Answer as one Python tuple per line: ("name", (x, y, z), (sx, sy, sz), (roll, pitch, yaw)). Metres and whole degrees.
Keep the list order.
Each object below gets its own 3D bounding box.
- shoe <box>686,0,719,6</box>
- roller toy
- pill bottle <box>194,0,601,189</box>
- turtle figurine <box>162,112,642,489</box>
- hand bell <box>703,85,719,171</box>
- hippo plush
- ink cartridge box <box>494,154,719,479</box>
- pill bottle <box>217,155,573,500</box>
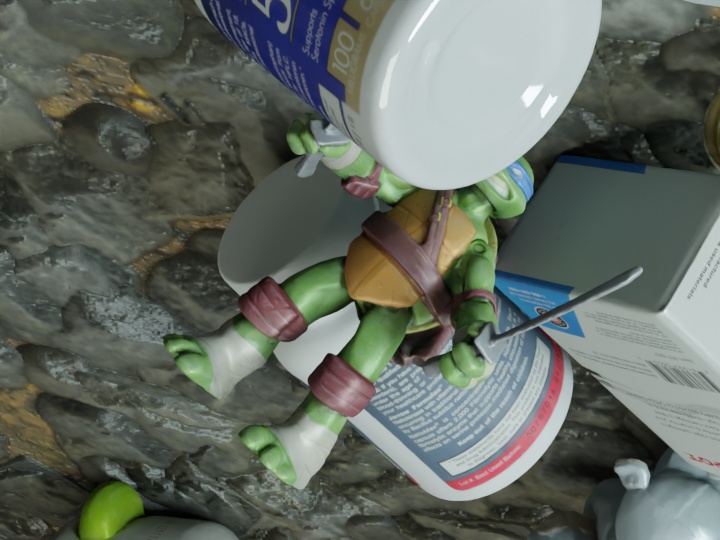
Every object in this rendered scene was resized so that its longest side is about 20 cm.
("shoe", (0.138, -0.176, 0.822), (0.071, 0.092, 0.200), (8, 174, 28))
("roller toy", (-0.154, 0.274, 1.448), (0.139, 0.183, 0.200), (2, 142, 19))
("pill bottle", (-0.005, -0.133, 0.830), (0.200, 0.120, 0.120), (41, 161, 37))
("turtle figurine", (0.000, 0.000, 0.933), (0.144, 0.194, 0.200), (46, -179, -11))
("hand bell", (0.252, -0.015, 0.951), (0.104, 0.105, 0.200), (-10, 135, 32))
("hippo plush", (0.173, 0.164, 1.187), (0.159, 0.200, 0.161), (37, 143, 30))
("ink cartridge box", (0.186, 0.035, 1.030), (0.200, 0.085, 0.146), (40, 165, -31))
("pill bottle", (0.018, 0.029, 1.103), (0.119, 0.120, 0.200), (-17, 133, 38))
